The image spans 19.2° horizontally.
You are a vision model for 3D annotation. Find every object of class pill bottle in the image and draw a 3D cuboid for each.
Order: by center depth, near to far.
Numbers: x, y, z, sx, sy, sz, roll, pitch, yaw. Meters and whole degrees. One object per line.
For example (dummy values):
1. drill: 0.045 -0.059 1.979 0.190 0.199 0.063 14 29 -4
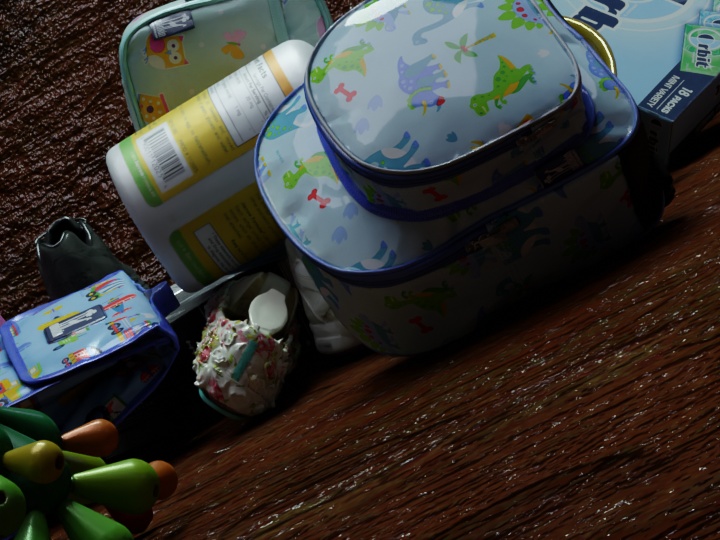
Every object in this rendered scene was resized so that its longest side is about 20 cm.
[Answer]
1. pill bottle: -0.057 -0.081 1.402 0.199 0.112 0.111 -31 4 2

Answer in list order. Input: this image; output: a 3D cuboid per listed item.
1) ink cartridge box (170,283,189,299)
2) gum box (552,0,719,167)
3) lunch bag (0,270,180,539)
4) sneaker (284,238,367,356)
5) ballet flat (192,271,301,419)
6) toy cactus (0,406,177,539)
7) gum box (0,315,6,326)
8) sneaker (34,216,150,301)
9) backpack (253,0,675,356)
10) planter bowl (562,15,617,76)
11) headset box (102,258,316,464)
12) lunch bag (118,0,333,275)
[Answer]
1. ink cartridge box: -0.179 0.076 1.715 0.199 0.085 0.146 -29 4 -20
2. gum box: 0.178 -0.171 1.534 0.170 0.199 0.045 -42 -32 -37
3. lunch bag: -0.200 0.077 1.400 0.199 0.094 0.151 -36 19 -7
4. sneaker: 0.010 -0.005 1.317 0.075 0.100 0.200 -28 4 -33
5. ballet flat: -0.065 0.038 1.376 0.064 0.075 0.200 -61 9 14
6. toy cactus: -0.174 0.090 1.007 0.102 0.165 0.200 -48 -6 14
7. gum box: -0.305 0.116 1.522 0.066 0.114 0.200 -25 21 34
8. sneaker: -0.215 0.000 1.673 0.076 0.091 0.200 -30 5 -7
9. backpack: 0.043 -0.068 1.187 0.199 0.183 0.147 -33 -40 1
10. planter bowl: 0.096 -0.073 1.435 0.199 0.084 0.201 -21 41 19
11. headset box: -0.112 0.056 1.550 0.148 0.078 0.200 -24 5 40
12. lunch bag: -0.076 -0.107 1.495 0.159 0.201 0.077 -16 9 -1
